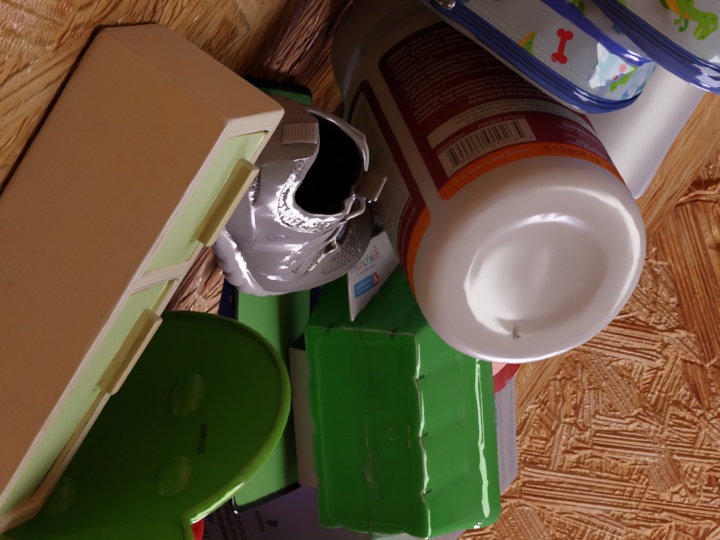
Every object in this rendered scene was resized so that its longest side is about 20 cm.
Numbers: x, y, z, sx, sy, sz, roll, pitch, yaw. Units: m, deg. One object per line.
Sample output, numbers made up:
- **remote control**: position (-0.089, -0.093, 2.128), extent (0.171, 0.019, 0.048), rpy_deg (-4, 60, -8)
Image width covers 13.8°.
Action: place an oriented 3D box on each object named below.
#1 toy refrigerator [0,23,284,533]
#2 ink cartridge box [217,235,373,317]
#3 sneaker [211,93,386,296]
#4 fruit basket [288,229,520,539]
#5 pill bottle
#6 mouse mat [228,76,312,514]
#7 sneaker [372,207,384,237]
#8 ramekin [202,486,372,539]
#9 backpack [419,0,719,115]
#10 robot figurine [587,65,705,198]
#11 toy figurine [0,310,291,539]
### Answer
- **toy refrigerator**: position (-0.112, 0.007, 1.162), extent (0.201, 0.070, 0.076), rpy_deg (-58, 170, 13)
- **ink cartridge box**: position (0.000, 0.000, 1.633), extent (0.200, 0.093, 0.044), rpy_deg (-27, 130, -70)
- **sneaker**: position (-0.024, -0.030, 1.299), extent (0.200, 0.081, 0.075), rpy_deg (25, 68, -71)
- **fruit basket**: position (0.035, 0.051, 1.505), extent (0.200, 0.093, 0.186), rpy_deg (-45, 134, -65)
- **pill bottle**: position (0.054, -0.056, 1.401), extent (0.110, 0.109, 0.200), rpy_deg (-59, -150, 26)
- **mouse mat**: position (-0.042, 0.010, 1.419), extent (0.161, 0.007, 0.201), rpy_deg (-5, 97, -79)
- **sneaker**: position (0.041, -0.108, 1.588), extent (0.074, 0.081, 0.201), rpy_deg (10, 118, -49)
- **ramekin**: position (-0.077, 0.155, 1.514), extent (0.202, 0.201, 0.095), rpy_deg (-36, 147, -65)
- **backpack**: position (0.115, -0.158, 1.350), extent (0.147, 0.200, 0.183), rpy_deg (-59, 171, 21)
- **robot figurine**: position (0.126, -0.098, 1.679), extent (0.169, 0.113, 0.201), rpy_deg (32, 93, -43)
- **toy figurine**: position (-0.080, 0.150, 1.282), extent (0.201, 0.149, 0.185), rpy_deg (-87, 163, -53)
